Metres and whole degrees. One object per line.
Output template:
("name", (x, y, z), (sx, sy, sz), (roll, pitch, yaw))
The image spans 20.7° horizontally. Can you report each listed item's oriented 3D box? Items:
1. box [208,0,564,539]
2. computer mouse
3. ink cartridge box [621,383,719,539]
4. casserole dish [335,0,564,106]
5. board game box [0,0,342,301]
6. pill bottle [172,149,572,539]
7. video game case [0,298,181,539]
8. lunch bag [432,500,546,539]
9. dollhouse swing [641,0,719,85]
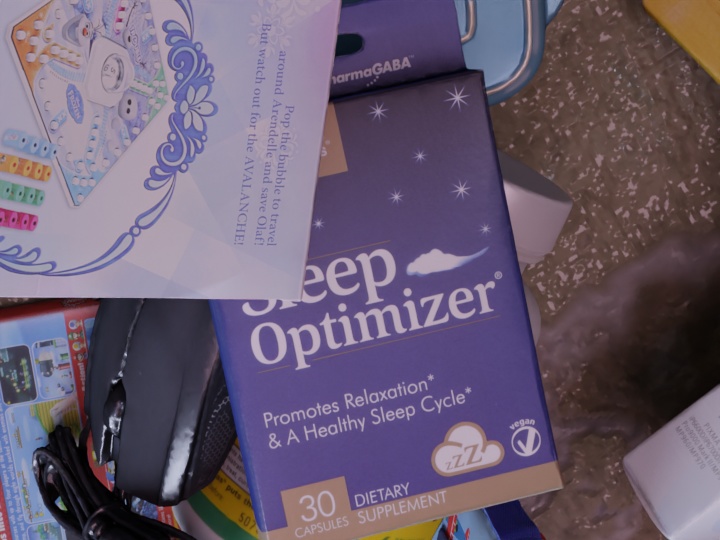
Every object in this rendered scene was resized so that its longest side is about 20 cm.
("box", (0.000, 0.000, 0.757), (0.120, 0.032, 0.201), (-13, 97, -7))
("computer mouse", (-0.077, 0.039, 0.808), (0.053, 0.138, 0.201), (14, 107, -45))
("ink cartridge box", (0.229, 0.054, 0.880), (0.200, 0.047, 0.160), (-38, 155, 17))
("casserole dish", (-0.003, -0.113, 0.843), (0.199, 0.039, 0.122), (-11, 112, -9))
("board game box", (-0.103, -0.091, 0.652), (0.198, 0.043, 0.201), (2, 105, -26))
("pill bottle", (0.008, 0.040, 0.841), (0.112, 0.113, 0.201), (23, 102, -19))
("video game case", (-0.085, 0.074, 0.904), (0.199, 0.017, 0.144), (-10, 111, -9))
("lunch bag", (0.064, 0.171, 0.899), (0.093, 0.151, 0.201), (-5, 111, -10))
("dollhouse swing", (0.251, -0.111, 0.899), (0.200, 0.176, 0.182), (-45, 154, 6))
